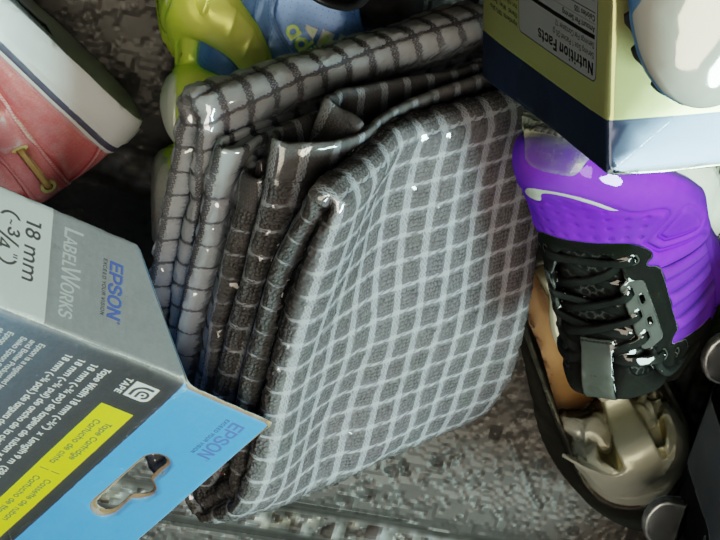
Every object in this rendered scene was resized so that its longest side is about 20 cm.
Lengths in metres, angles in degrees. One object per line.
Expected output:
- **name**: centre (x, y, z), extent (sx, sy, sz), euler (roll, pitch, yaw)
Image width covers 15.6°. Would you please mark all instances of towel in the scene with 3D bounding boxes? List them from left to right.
- **towel**: centre (0.000, 0.000, 1.097), extent (0.165, 0.086, 0.201), euler (-20, 137, -37)

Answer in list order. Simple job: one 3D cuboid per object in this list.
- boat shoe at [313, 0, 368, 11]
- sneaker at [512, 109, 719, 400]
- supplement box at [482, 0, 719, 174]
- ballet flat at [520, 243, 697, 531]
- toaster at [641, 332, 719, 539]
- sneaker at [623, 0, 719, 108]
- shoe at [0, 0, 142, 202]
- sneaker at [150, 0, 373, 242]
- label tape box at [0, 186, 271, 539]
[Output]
- **boat shoe**: centre (-0.046, -0.165, 1.005), extent (0.074, 0.063, 0.200), euler (3, 157, 38)
- **sneaker**: centre (0.107, 0.002, 1.073), extent (0.069, 0.200, 0.100), euler (14, 83, 26)
- **supplement box**: centre (0.159, -0.157, 0.980), extent (0.198, 0.134, 0.201), euler (-6, 111, -16)
- **ballet flat**: centre (0.108, 0.055, 1.198), extent (0.068, 0.069, 0.201), euler (-26, 118, 5)
- **toaster**: centre (0.233, 0.101, 1.138), extent (0.198, 0.119, 0.182), euler (12, 111, -12)
- **sneaker**: centre (0.148, -0.144, 0.868), extent (0.071, 0.073, 0.201), euler (20, 103, -24)
- **shoe**: centre (-0.182, -0.092, 1.072), extent (0.091, 0.072, 0.200), euler (-42, 128, 5)
- **sneaker**: centre (-0.036, -0.056, 1.120), extent (0.104, 0.076, 0.201), euler (0, 117, -7)
- **label tape box**: centre (-0.156, 0.037, 1.060), extent (0.199, 0.064, 0.144), euler (24, 136, -28)
